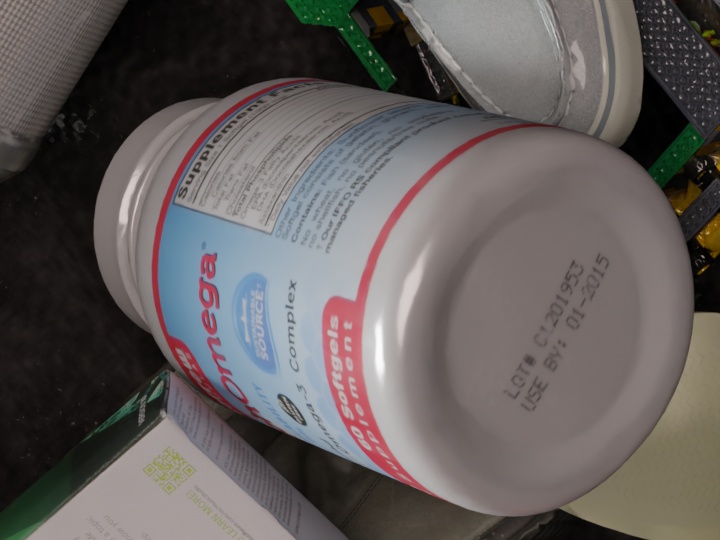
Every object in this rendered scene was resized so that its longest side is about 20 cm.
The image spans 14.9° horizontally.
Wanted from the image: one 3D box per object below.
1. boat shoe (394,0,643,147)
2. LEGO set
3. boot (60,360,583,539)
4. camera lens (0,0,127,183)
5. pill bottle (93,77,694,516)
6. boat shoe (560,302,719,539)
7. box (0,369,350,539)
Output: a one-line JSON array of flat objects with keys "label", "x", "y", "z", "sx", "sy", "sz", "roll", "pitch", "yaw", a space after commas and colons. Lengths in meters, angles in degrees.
[{"label": "boat shoe", "x": 0.011, "y": -0.116, "z": 0.824, "sx": 0.070, "sy": 0.071, "sz": 0.202, "roll": -37, "pitch": 77, "yaw": 40}, {"label": "LEGO set", "x": 0.082, "y": -0.085, "z": 0.899, "sx": 0.200, "sy": 0.116, "sz": 0.154, "roll": 47, "pitch": 126, "yaw": 22}, {"label": "boot", "x": -0.011, "y": 0.065, "z": 0.922, "sx": 0.200, "sy": 0.068, "sz": 0.131, "roll": -36, "pitch": 77, "yaw": 7}, {"label": "camera lens", "x": -0.138, "y": -0.139, "z": 0.899, "sx": 0.160, "sy": 0.160, "sz": 0.201, "roll": 33, "pitch": 95, "yaw": 10}, {"label": "pill bottle", "x": 0.000, "y": 0.000, "z": 0.829, "sx": 0.108, "sy": 0.200, "sz": 0.110, "roll": -7, "pitch": 103, "yaw": -32}, {"label": "boat shoe", "x": 0.138, "y": 0.043, "z": 0.873, "sx": 0.200, "sy": 0.063, "sz": 0.074, "roll": -5, "pitch": 99, "yaw": -5}, {"label": "box", "x": -0.082, "y": 0.145, "z": 0.872, "sx": 0.200, "sy": 0.036, "sz": 0.144, "roll": -40, "pitch": 109, "yaw": 14}]
